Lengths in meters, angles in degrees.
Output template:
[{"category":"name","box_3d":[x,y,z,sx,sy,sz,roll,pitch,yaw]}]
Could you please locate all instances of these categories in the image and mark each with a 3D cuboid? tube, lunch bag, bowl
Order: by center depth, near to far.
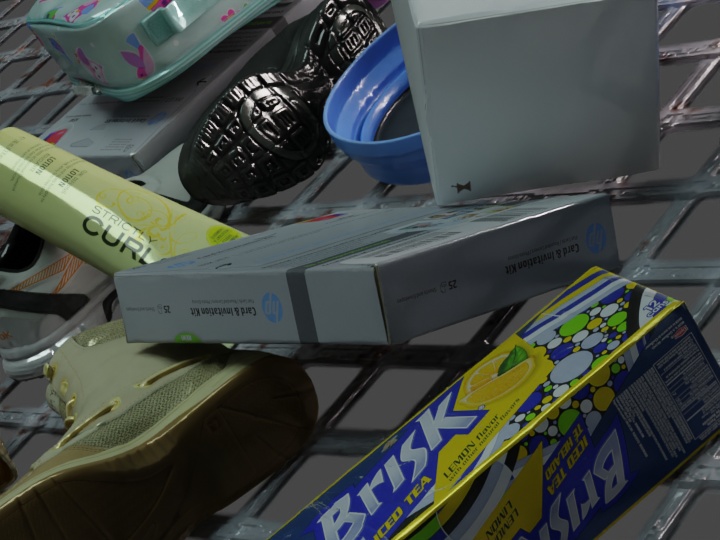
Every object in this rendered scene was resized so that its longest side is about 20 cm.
[{"category":"tube","box_3d":[-0.132,-0.023,1.242,0.200,0.052,0.058,27,97,22]},{"category":"bowl","box_3d":[0.073,-0.121,1.268,0.200,0.039,0.201,-27,25,13]},{"category":"lunch bag","box_3d":[-0.121,-0.191,1.456,0.200,0.077,0.160,-41,27,-16]}]

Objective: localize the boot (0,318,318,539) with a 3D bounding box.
[{"category":"boot","box_3d":[-0.135,0.092,1.081,0.200,0.073,0.155,-35,25,-17]}]

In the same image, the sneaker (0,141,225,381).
[{"category":"sneaker","box_3d":[-0.157,-0.023,1.320,0.074,0.080,0.200,-4,36,50]}]

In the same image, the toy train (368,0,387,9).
[{"category":"toy train","box_3d":[0.068,-0.232,1.407,0.150,0.056,0.200,-34,12,-15]}]

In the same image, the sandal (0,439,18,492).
[{"category":"sandal","box_3d":[-0.220,0.117,1.169,0.070,0.078,0.212,-2,40,16]}]

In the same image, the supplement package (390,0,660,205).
[{"category":"supplement package","box_3d":[0.077,-0.150,1.122,0.120,0.121,0.200,-9,45,-1]}]

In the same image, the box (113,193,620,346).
[{"category":"box","box_3d":[0.000,0.000,1.055,0.156,0.041,0.200,-17,11,-41]}]

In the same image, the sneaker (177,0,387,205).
[{"category":"sneaker","box_3d":[-0.057,-0.098,1.364,0.091,0.076,0.200,-22,18,45]}]

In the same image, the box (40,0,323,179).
[{"category":"box","box_3d":[-0.121,-0.126,1.494,0.200,0.041,0.156,-45,27,-27]}]

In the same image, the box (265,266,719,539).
[{"category":"box","box_3d":[0.053,0.088,0.877,0.200,0.064,0.070,-38,25,-13]}]
